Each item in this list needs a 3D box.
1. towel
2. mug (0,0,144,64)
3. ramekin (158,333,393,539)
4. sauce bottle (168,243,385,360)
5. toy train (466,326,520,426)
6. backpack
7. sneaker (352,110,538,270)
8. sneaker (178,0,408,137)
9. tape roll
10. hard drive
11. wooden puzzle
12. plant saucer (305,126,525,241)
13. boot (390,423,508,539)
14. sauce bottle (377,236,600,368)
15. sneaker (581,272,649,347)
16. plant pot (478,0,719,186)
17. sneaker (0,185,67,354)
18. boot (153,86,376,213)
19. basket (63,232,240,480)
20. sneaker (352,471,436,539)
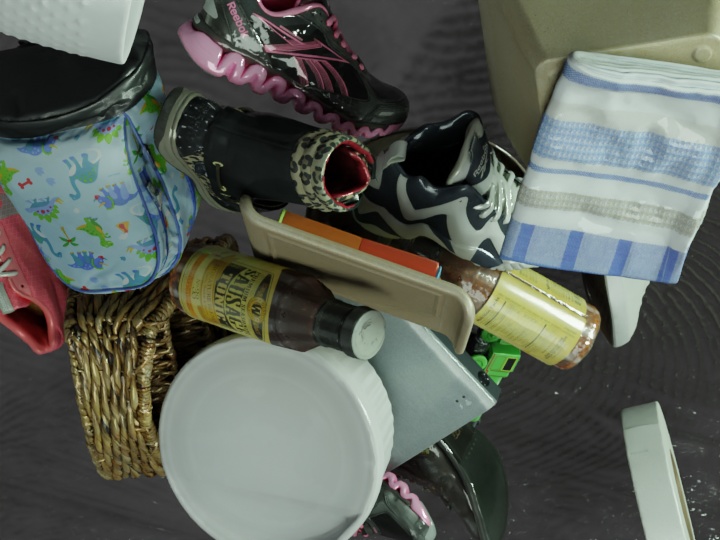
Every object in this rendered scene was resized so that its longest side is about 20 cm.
[{"bbox_3d":[0.194,-0.071,1.429,0.146,0.024,0.200,8,132,-10],"label":"towel"},{"bbox_3d":[-0.243,-0.232,1.437,0.175,0.148,0.200,14,160,-4],"label":"mug"},{"bbox_3d":[-0.063,0.137,1.663,0.202,0.094,0.203,6,108,18],"label":"ramekin"},{"bbox_3d":[-0.067,0.026,1.569,0.200,0.066,0.066,14,145,40],"label":"sauce bottle"},{"bbox_3d":[0.112,0.083,1.787,0.056,0.042,0.200,6,132,-23],"label":"toy train"},{"bbox_3d":[-0.209,-0.079,1.571,0.163,0.154,0.200,-6,146,15],"label":"backpack"},{"bbox_3d":[0.100,-0.066,1.562,0.198,0.080,0.130,16,156,-7],"label":"sneaker"},{"bbox_3d":[-0.038,-0.173,1.529,0.200,0.079,0.096,22,105,-27],"label":"sneaker"},{"bbox_3d":[0.280,0.220,1.808,0.037,0.203,0.203,-13,131,10],"label":"tape roll"},{"bbox_3d":[0.005,0.070,1.696,0.139,0.033,0.200,-35,104,33],"label":"hard drive"},{"bbox_3d":[0.000,0.000,1.555,0.199,0.037,0.185,24,170,5],"label":"wooden puzzle"},{"bbox_3d":[0.052,-0.050,1.671,0.199,0.032,0.201,-2,131,-2],"label":"plant saucer"},{"bbox_3d":[0.031,0.178,1.812,0.174,0.069,0.201,-18,104,31],"label":"boot"},{"bbox_3d":[0.107,0.014,1.658,0.200,0.066,0.066,30,124,-15],"label":"sauce bottle"},{"bbox_3d":[0.238,-0.010,1.688,0.084,0.073,0.200,-19,141,-9],"label":"sneaker"},{"bbox_3d":[0.193,-0.164,1.480,0.199,0.177,0.200,-8,131,5],"label":"plant pot"},{"bbox_3d":[-0.299,-0.009,1.653,0.074,0.087,0.200,-23,128,16],"label":"sneaker"},{"bbox_3d":[-0.056,-0.075,1.535,0.153,0.074,0.204,17,172,25],"label":"boot"},{"bbox_3d":[-0.167,0.084,1.704,0.148,0.143,0.200,-4,132,2],"label":"basket"},{"bbox_3d":[-0.027,0.211,1.749,0.200,0.095,0.079,23,152,27],"label":"sneaker"}]
